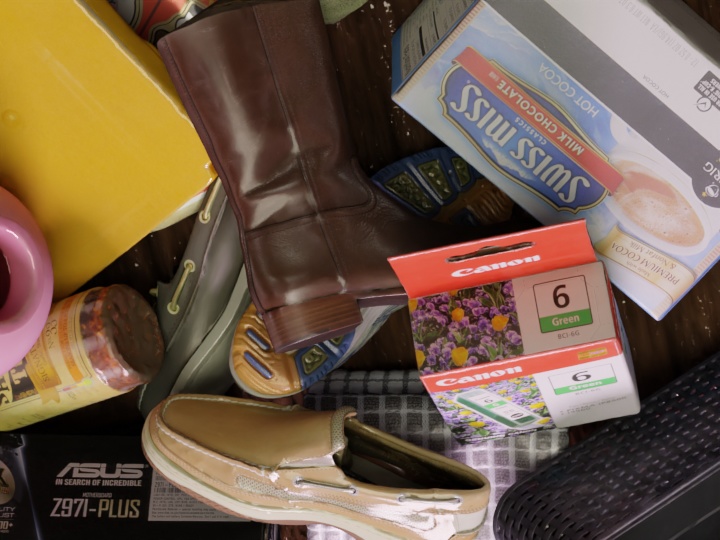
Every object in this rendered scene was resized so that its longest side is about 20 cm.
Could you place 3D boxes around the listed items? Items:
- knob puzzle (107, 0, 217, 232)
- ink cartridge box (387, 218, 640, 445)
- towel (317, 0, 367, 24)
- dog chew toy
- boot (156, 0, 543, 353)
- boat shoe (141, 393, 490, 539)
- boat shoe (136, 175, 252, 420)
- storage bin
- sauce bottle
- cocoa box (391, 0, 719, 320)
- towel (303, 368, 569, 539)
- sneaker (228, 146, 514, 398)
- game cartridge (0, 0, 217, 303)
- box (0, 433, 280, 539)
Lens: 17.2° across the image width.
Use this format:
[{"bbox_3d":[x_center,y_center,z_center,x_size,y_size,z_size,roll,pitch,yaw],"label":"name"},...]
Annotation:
[{"bbox_3d":[-0.149,-0.100,1.378,0.219,0.030,0.220,0,110,1],"label":"knob puzzle"},{"bbox_3d":[0.086,0.037,1.282,0.109,0.200,0.050,-11,69,8],"label":"ink cartridge box"},{"bbox_3d":[-0.020,-0.215,1.278,0.148,0.037,0.200,-38,139,17],"label":"towel"},{"bbox_3d":[-0.266,0.009,1.356,0.200,0.124,0.125,-6,116,45],"label":"dog chew toy"},{"bbox_3d":[-0.001,-0.074,1.318,0.186,0.064,0.201,-17,83,-23],"label":"boot"},{"bbox_3d":[-0.022,0.102,1.339,0.199,0.072,0.076,16,136,-4],"label":"boat shoe"},{"bbox_3d":[-0.086,0.011,1.398,0.060,0.072,0.202,37,119,16],"label":"boat shoe"},{"bbox_3d":[0.192,0.152,1.378,0.200,0.094,0.135,-31,118,-19],"label":"storage bin"},{"bbox_3d":[-0.210,0.064,1.400,0.200,0.066,0.066,-21,109,26],"label":"sauce bottle"},{"bbox_3d":[0.130,-0.097,1.316,0.200,0.133,0.131,39,106,-12],"label":"cocoa box"},{"bbox_3d":[0.048,0.160,1.438,0.165,0.086,0.201,-2,110,3],"label":"towel"},{"bbox_3d":[0.000,0.000,1.387,0.200,0.088,0.075,-36,87,-14],"label":"sneaker"},{"bbox_3d":[-0.192,-0.092,1.352,0.176,0.032,0.200,-35,105,31],"label":"game cartridge"},{"bbox_3d":[-0.148,0.181,1.419,0.199,0.086,0.164,0,135,2],"label":"box"}]
